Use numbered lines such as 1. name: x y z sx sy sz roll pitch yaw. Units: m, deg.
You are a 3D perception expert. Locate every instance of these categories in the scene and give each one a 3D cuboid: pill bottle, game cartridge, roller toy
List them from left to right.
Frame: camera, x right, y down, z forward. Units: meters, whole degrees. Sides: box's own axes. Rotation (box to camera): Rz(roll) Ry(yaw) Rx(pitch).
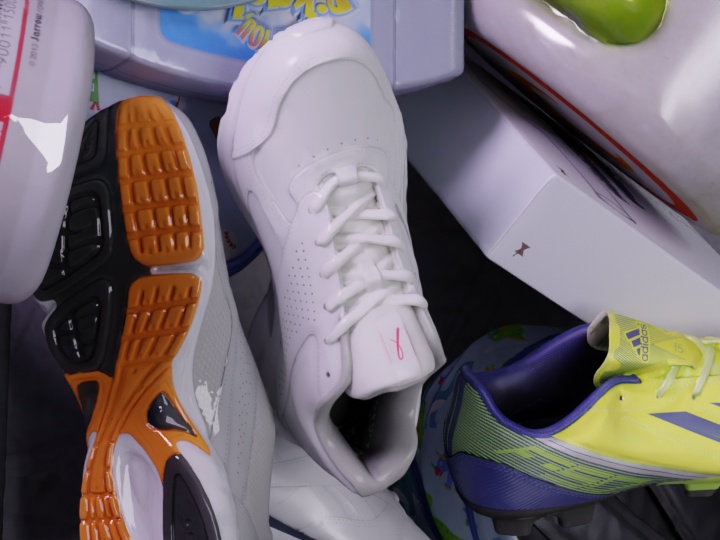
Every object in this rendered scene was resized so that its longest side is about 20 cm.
1. pill bottle: -0.199 -0.062 0.775 0.199 0.112 0.113 13 83 -14
2. game cartridge: -0.044 -0.133 0.890 0.199 0.040 0.134 3 87 -31
3. roller toy: 0.138 -0.119 0.986 0.182 0.200 0.140 38 92 -17

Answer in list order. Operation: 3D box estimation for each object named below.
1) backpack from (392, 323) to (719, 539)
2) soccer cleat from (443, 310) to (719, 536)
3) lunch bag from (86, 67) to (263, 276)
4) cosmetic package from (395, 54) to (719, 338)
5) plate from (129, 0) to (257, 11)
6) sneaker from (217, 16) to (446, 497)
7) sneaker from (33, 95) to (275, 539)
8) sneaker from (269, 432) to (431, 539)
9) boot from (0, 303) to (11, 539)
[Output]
1. backpack: 0.109 0.116 1.059 0.164 0.153 0.200 -53 135 -15
2. soccer cleat: 0.130 0.051 0.953 0.199 0.065 0.084 -14 117 -14
3. lunch bag: -0.074 -0.101 0.931 0.160 0.075 0.201 46 63 -27
4. cosmetic package: 0.107 -0.017 1.032 0.199 0.151 0.052 32 106 -36
5. plate: -0.068 -0.199 0.848 0.199 0.026 0.202 3 83 -30
6. sneaker: 0.000 0.000 0.872 0.077 0.099 0.201 -19 126 -19
7. sneaker: -0.074 0.032 0.879 0.092 0.075 0.202 -17 105 -69
8. sneaker: -0.024 0.096 0.986 0.200 0.076 0.081 32 63 -37
9. boot: -0.145 0.071 0.882 0.164 0.065 0.202 -5 92 -31
